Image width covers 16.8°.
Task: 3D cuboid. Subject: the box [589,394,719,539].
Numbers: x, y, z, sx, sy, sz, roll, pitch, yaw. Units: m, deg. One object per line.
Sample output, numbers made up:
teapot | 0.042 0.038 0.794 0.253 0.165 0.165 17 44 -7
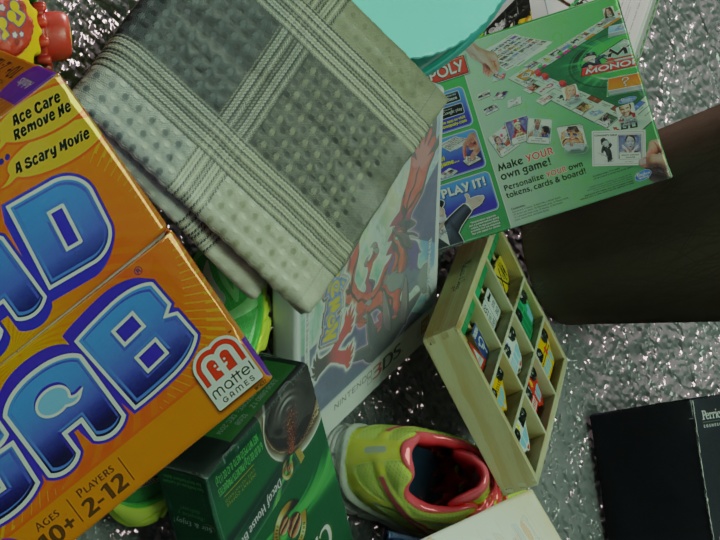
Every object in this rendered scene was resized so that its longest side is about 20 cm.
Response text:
box | 0.287 0.185 1.871 0.199 0.104 0.184 -3 84 -45

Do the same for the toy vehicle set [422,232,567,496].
toy vehicle set | 0.097 0.057 1.705 0.125 0.026 0.200 62 20 -16

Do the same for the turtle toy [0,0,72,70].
turtle toy | -0.220 -0.117 1.436 0.200 0.101 0.146 51 50 -24

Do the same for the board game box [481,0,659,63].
board game box | 0.141 -0.163 1.796 0.035 0.125 0.201 83 25 -57

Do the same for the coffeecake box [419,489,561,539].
coffeecake box | 0.067 0.245 1.542 0.199 0.073 0.154 -17 72 -47

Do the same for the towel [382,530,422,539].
towel | 0.050 0.284 1.643 0.146 0.024 0.202 17 81 -42

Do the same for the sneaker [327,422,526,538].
sneaker | 0.065 0.154 1.667 0.199 0.090 0.079 22 65 -41

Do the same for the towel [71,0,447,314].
towel | -0.060 -0.098 1.473 0.200 0.034 0.193 43 59 -16

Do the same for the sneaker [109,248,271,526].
sneaker | -0.117 0.060 1.519 0.084 0.074 0.201 43 54 -34

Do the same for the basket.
basket | 0.230 -0.030 1.780 0.181 0.199 0.136 65 33 -21

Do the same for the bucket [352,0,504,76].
bucket | 0.001 -0.216 1.606 0.205 0.135 0.209 1 86 -20

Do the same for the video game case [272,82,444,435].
video game case | 0.000 0.000 1.608 0.182 0.023 0.201 -42 142 -45

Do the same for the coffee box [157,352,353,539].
coffee box | -0.058 0.167 1.527 0.123 0.044 0.201 -46 136 -42

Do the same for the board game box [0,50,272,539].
board game box | -0.205 0.023 1.300 0.200 0.200 0.201 -38 111 -11

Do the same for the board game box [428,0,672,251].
board game box | 0.103 -0.099 1.703 0.029 0.198 0.136 -31 104 -84
